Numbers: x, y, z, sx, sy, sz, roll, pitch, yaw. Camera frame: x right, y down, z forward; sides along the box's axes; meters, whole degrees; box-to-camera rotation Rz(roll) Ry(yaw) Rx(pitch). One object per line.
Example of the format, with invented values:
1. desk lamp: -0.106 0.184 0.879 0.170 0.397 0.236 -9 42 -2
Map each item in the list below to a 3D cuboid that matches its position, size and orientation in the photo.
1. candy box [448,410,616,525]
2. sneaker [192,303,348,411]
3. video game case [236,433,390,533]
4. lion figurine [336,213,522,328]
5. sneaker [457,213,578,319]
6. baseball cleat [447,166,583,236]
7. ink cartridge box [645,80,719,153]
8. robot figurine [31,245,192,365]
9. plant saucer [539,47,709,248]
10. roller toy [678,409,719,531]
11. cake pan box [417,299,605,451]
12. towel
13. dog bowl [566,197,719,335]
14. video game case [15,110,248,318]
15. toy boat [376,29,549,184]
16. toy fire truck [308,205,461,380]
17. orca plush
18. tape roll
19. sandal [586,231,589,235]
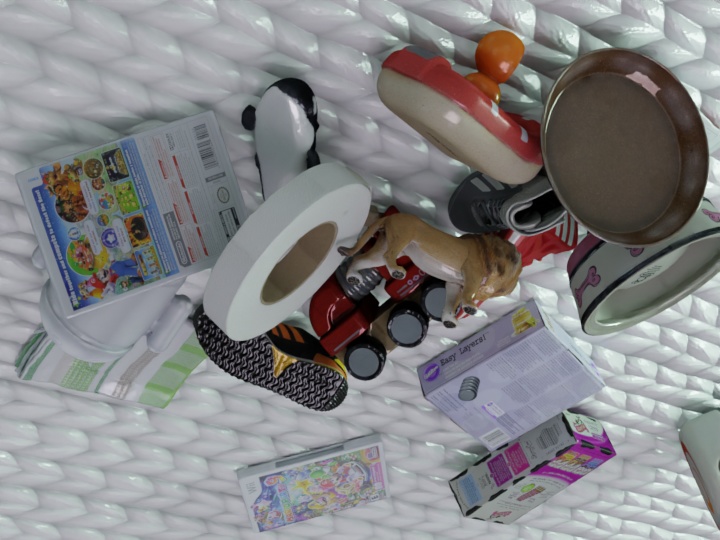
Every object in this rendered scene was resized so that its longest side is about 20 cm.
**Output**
1. candy box: 0.239 0.275 1.908 0.199 0.061 0.136 -38 148 20
2. sneaker: -0.104 0.089 1.590 0.199 0.090 0.070 29 108 -11
3. video game case: -0.061 0.292 1.867 0.198 0.018 0.144 -14 140 -5
4. lion figurine: 0.076 -0.016 1.423 0.199 0.123 0.072 29 142 -12
5. sneaker: 0.182 -0.011 1.577 0.114 0.079 0.201 11 133 -28
6. baseball cleat: 0.153 -0.071 1.439 0.199 0.106 0.070 -23 107 44
7. ink cartridge box: 0.306 -0.138 1.521 0.160 0.048 0.199 -39 152 22
8. robot figurine: -0.253 0.015 1.407 0.169 0.113 0.200 39 113 -8
9. plant saucer: 0.258 -0.120 1.366 0.198 0.203 0.034 3 171 -23
10. roller toy: 0.549 0.282 1.949 0.139 0.201 0.183 -24 134 6
11. cake pan box: 0.198 0.142 1.772 0.183 0.053 0.200 -31 138 18
12. towel: -0.274 0.095 1.561 0.199 0.031 0.149 18 128 -35
13. dog bowl: 0.312 -0.013 1.493 0.198 0.074 0.201 -25 158 -10
14. video game case: -0.213 -0.055 1.319 0.198 0.018 0.145 -20 98 -16
15. toy boat: 0.119 -0.176 1.357 0.199 0.130 0.131 33 90 -42
16. toy fire truck: 0.000 0.000 1.509 0.176 0.129 0.200 -38 99 20
17. orca plush: -0.057 -0.119 1.374 0.071 0.105 0.202 -37 137 -31
18. tape roll: -0.070 -0.018 1.345 0.203 0.037 0.203 -43 162 -17
19. sandal: 0.287 -0.041 1.579 0.075 0.048 0.201 -27 165 -2
